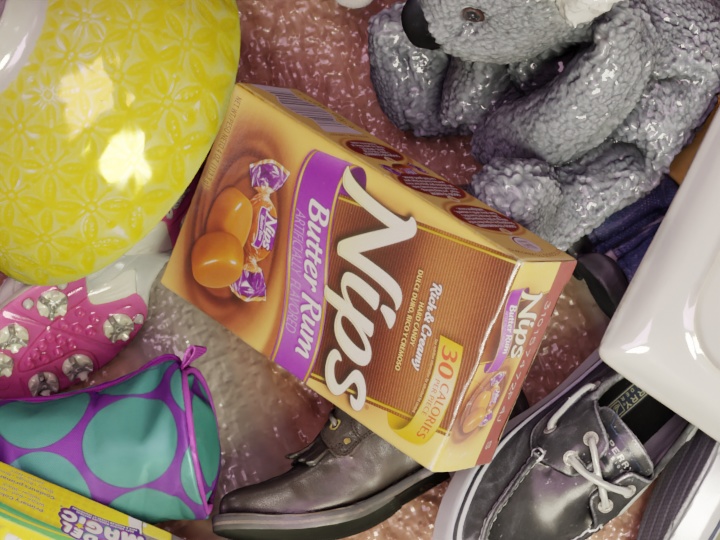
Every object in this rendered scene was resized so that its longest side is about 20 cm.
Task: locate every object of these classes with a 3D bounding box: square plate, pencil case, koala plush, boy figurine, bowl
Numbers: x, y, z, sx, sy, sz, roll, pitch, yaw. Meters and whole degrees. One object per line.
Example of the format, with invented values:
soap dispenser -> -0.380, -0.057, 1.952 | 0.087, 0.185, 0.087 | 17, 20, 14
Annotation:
square plate -> 0.238, 0.008, 1.186 | 0.198, 0.028, 0.200 | 35, 74, -22
pencil case -> -0.173, 0.097, 1.229 | 0.200, 0.085, 0.093 | -7, 86, 8
koala plush -> 0.088, -0.140, 1.173 | 0.184, 0.200, 0.177 | -29, 50, -1
boy figurine -> 0.198, -0.051, 1.238 | 0.200, 0.064, 0.124 | -35, 61, -2
bowl -> -0.169, -0.104, 1.208 | 0.200, 0.108, 0.201 | -23, 51, 32

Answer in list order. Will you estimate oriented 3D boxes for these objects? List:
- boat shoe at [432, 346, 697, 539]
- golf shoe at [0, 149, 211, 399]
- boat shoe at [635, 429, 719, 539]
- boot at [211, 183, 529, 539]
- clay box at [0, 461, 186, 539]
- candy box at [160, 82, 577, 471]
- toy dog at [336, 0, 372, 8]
boat shoe -> 0.118, 0.095, 1.186 | 0.200, 0.068, 0.072 | -39, 102, -27
golf shoe -> -0.146, -0.013, 1.270 | 0.200, 0.075, 0.092 | -46, 38, 11
boat shoe -> 0.211, 0.086, 1.215 | 0.062, 0.072, 0.200 | 31, 84, -7
boot -> -0.001, 0.047, 1.246 | 0.200, 0.069, 0.174 | -15, 78, -7
clay box -> -0.122, 0.187, 1.192 | 0.200, 0.048, 0.115 | 23, 119, -4
candy box -> 0.000, 0.000, 1.164 | 0.200, 0.056, 0.117 | 32, 110, 32
toy dog -> 0.011, -0.209, 1.277 | 0.200, 0.096, 0.132 | 1, 60, 17
